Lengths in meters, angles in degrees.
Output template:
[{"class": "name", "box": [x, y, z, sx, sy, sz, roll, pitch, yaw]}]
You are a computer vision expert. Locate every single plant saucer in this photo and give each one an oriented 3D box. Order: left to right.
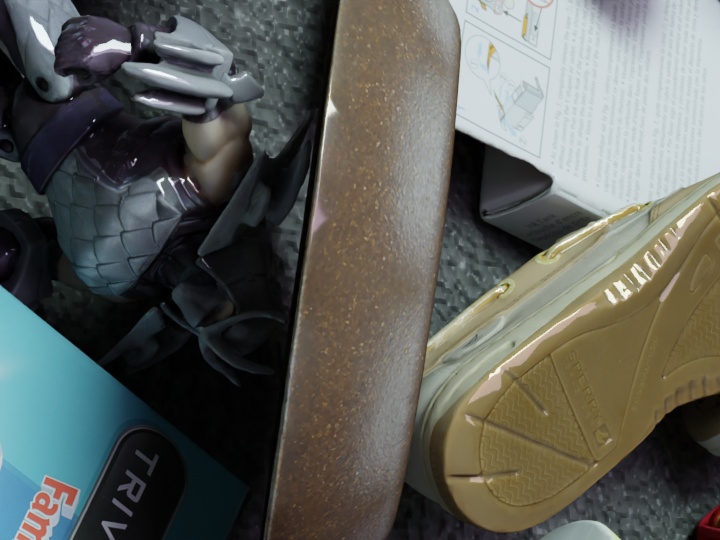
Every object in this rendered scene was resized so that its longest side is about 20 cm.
[{"class": "plant saucer", "box": [0.000, 0.000, 0.772, 0.037, 0.200, 0.200, 8, 64, -1]}]

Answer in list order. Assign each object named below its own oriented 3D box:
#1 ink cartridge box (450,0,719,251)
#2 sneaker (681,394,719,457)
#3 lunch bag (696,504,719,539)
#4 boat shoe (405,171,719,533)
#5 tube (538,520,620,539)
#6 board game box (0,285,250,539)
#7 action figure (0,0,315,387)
[{"class": "ink cartridge box", "box": [0.065, -0.108, 0.966, 0.174, 0.044, 0.200, 25, 59, -31]}, {"class": "sneaker", "box": [0.191, 0.022, 1.004, 0.112, 0.071, 0.200, 47, 48, -12]}, {"class": "lunch bag", "box": [0.214, 0.073, 0.922, 0.200, 0.176, 0.082, -26, 90, -5]}, {"class": "boat shoe", "box": [0.084, 0.011, 0.897, 0.200, 0.069, 0.074, -29, 114, -29]}, {"class": "tube", "box": [0.122, 0.160, 0.911, 0.058, 0.052, 0.200, -43, 113, 0]}, {"class": "board game box", "box": [-0.138, 0.061, 0.725, 0.200, 0.047, 0.151, 40, 52, -22]}, {"class": "action figure", "box": [-0.089, -0.046, 0.761, 0.200, 0.130, 0.069, 49, 35, 7]}]
